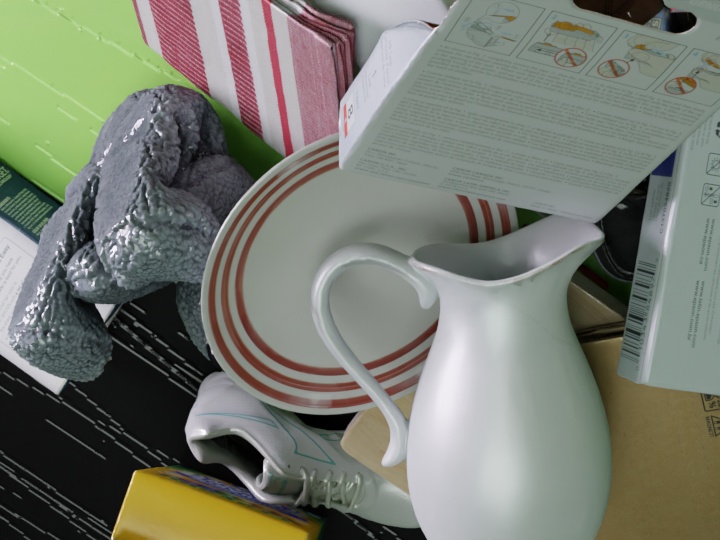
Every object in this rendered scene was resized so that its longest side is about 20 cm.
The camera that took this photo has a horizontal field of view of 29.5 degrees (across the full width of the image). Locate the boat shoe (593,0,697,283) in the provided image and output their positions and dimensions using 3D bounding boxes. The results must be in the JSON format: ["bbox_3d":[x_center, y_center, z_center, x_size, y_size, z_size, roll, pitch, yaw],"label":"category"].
[{"bbox_3d":[0.171,-0.077,0.825,0.069,0.066,0.203,10,117,9],"label":"boat shoe"}]

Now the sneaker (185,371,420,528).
[{"bbox_3d":[-0.036,0.144,0.979,0.198,0.080,0.071,22,117,1],"label":"sneaker"}]

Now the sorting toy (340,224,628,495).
[{"bbox_3d":[0.122,0.089,0.916,0.199,0.070,0.200,34,119,-4],"label":"sorting toy"}]

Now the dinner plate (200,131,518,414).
[{"bbox_3d":[0.000,0.000,0.809,0.197,0.024,0.203,-11,125,-16],"label":"dinner plate"}]

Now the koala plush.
[{"bbox_3d":[-0.093,-0.005,0.893,0.199,0.186,0.177,31,133,-25],"label":"koala plush"}]

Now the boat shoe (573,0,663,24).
[{"bbox_3d":[0.101,-0.100,0.796,0.072,0.072,0.201,39,135,6],"label":"boat shoe"}]

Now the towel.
[{"bbox_3d":[-0.072,-0.136,0.806,0.199,0.023,0.145,39,156,26],"label":"towel"}]

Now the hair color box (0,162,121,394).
[{"bbox_3d":[-0.263,-0.015,0.969,0.199,0.061,0.100,36,118,-5],"label":"hair color box"}]

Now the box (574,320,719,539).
[{"bbox_3d":[0.168,0.128,0.870,0.161,0.021,0.202,-11,112,18],"label":"box"}]

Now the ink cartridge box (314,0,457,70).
[{"bbox_3d":[0.014,-0.226,0.739,0.201,0.148,0.085,52,143,-13],"label":"ink cartridge box"}]

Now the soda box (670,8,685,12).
[{"bbox_3d":[0.211,-0.191,0.681,0.063,0.200,0.071,4,118,31],"label":"soda box"}]

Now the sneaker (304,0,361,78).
[{"bbox_3d":[0.019,-0.094,0.852,0.083,0.073,0.202,-15,114,13],"label":"sneaker"}]

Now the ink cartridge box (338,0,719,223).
[{"bbox_3d":[0.093,-0.100,0.673,0.160,0.051,0.200,10,149,-18],"label":"ink cartridge box"}]

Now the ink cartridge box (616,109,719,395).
[{"bbox_3d":[0.257,-0.023,0.789,0.197,0.041,0.203,8,94,-15],"label":"ink cartridge box"}]

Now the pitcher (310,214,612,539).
[{"bbox_3d":[0.060,0.077,0.794,0.169,0.121,0.203,-2,107,7],"label":"pitcher"}]

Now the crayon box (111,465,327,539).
[{"bbox_3d":[-0.094,0.180,0.947,0.124,0.200,0.052,19,85,4],"label":"crayon box"}]
